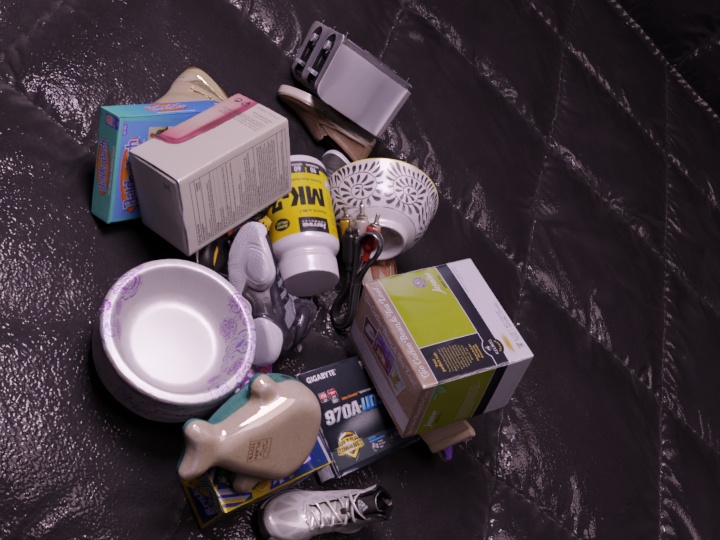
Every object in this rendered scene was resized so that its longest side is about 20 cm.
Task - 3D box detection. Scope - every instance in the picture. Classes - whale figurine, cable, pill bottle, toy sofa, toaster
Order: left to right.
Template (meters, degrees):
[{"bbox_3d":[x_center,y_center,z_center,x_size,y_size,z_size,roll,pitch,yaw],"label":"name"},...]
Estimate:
[{"bbox_3d":[-0.144,0.192,1.080,0.199,0.161,0.103,-7,27,-42],"label":"whale figurine"},{"bbox_3d":[-0.095,-0.069,1.394,0.114,0.114,0.202,11,57,-40],"label":"pill bottle"},{"bbox_3d":[-0.014,-0.343,1.596,0.199,0.119,0.181,29,11,-30],"label":"toaster"},{"bbox_3d":[0.000,0.000,1.393,0.050,0.096,0.202,-18,118,-47],"label":"cable"},{"bbox_3d":[0.152,0.207,1.454,0.098,0.082,0.201,49,29,-21],"label":"toy sofa"}]

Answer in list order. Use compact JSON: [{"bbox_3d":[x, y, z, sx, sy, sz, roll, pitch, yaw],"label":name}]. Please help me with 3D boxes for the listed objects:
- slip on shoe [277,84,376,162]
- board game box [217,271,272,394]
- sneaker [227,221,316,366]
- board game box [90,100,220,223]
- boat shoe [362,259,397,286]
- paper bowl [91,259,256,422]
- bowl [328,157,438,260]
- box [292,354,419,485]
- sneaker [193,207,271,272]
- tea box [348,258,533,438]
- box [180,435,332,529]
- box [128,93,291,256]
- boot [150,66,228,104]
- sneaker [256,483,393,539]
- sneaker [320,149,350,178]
[{"bbox_3d":[-0.068,-0.260,1.590,0.199,0.076,0.061,31,88,-17],"label":"slip on shoe"},{"bbox_3d":[-0.180,0.105,1.263,0.119,0.032,0.202,27,48,-37],"label":"board game box"},{"bbox_3d":[-0.125,0.030,1.271,0.113,0.075,0.203,-8,93,-56],"label":"sneaker"},{"bbox_3d":[-0.278,-0.157,1.245,0.045,0.154,0.199,28,27,31],"label":"board game box"},{"bbox_3d":[0.051,0.068,1.465,0.076,0.071,0.202,66,9,-69],"label":"boat shoe"},{"bbox_3d":[-0.241,0.095,1.127,0.199,0.104,0.203,15,55,-22],"label":"paper bowl"},{"bbox_3d":[0.031,-0.080,1.458,0.200,0.200,0.095,28,45,-29],"label":"bowl"},{"bbox_3d":[-0.013,0.217,1.341,0.199,0.046,0.160,-10,73,-49],"label":"box"},{"bbox_3d":[-0.179,-0.065,1.292,0.089,0.070,0.201,8,44,8],"label":"sneaker"},{"bbox_3d":[0.115,0.113,1.333,0.195,0.134,0.201,-11,52,-25],"label":"tea box"},{"bbox_3d":[-0.133,0.265,1.171,0.199,0.064,0.071,-14,71,-48],"label":"box"},{"bbox_3d":[-0.202,-0.136,1.223,0.108,0.129,0.199,31,50,30],"label":"box"},{"bbox_3d":[-0.235,-0.209,1.377,0.200,0.073,0.156,45,41,-12],"label":"boot"},{"bbox_3d":[-0.037,0.318,1.196,0.199,0.115,0.076,6,61,-43],"label":"sneaker"},{"bbox_3d":[-0.014,-0.112,1.544,0.200,0.071,0.099,45,43,-4],"label":"sneaker"}]
